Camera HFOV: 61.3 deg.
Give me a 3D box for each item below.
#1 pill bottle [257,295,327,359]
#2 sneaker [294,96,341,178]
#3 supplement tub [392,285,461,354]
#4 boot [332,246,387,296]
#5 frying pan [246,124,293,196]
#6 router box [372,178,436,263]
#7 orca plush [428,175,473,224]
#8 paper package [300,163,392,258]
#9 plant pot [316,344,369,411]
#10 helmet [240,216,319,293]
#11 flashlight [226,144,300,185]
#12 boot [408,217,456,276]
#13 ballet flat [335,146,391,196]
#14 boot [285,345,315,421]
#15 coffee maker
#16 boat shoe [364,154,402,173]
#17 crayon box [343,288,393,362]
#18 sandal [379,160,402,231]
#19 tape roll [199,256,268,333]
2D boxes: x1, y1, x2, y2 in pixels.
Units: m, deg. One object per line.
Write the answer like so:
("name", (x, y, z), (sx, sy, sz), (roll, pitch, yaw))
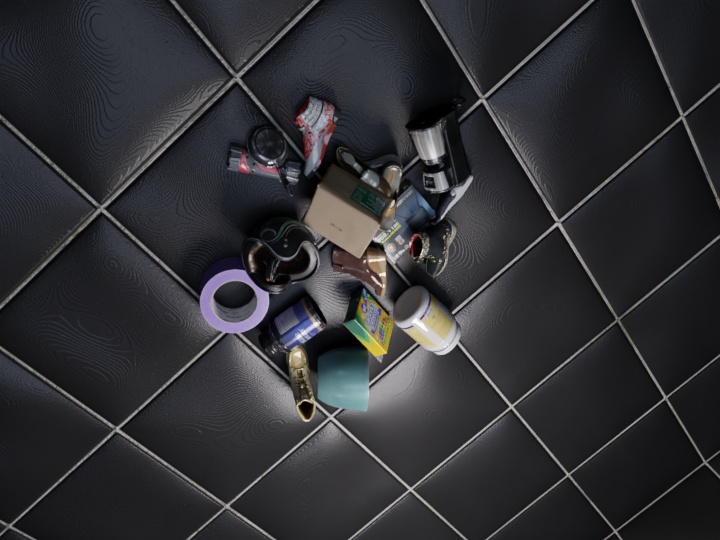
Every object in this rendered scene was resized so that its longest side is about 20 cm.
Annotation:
("pill bottle", (-0.207, 0.176, 1.828), (0.198, 0.112, 0.113), (-35, 119, 4))
("sneaker", (-0.138, -0.358, 1.619), (0.106, 0.067, 0.205), (20, 105, -21))
("supplement tub", (0.211, 0.159, 1.912), (0.146, 0.146, 0.199), (-45, 118, 10))
("boot", (0.000, 0.000, 1.832), (0.161, 0.074, 0.203), (4, 140, 7))
("frying pan", (-0.237, -0.291, 1.590), (0.112, 0.031, 0.196), (-5, 82, -25))
("router box", (0.118, -0.144, 1.789), (0.200, 0.062, 0.150), (-43, 116, 8))
("orca plush", (0.249, -0.221, 1.768), (0.070, 0.105, 0.202), (32, 80, 16))
("paper package", (-0.040, -0.159, 1.638), (0.197, 0.105, 0.191), (31, 147, -3))
("plant pot", (-0.058, 0.335, 1.904), (0.156, 0.202, 0.206), (1, 116, -4))
("helmet", (-0.213, -0.050, 1.673), (0.190, 0.196, 0.206), (-33, 131, -47))
("flashlight", (-0.257, -0.285, 1.624), (0.194, 0.067, 0.070), (7, 77, -20))
("boot", (0.197, -0.052, 1.801), (0.151, 0.073, 0.207), (-23, 142, -37))
("ballet flat", (0.001, -0.267, 1.634), (0.068, 0.072, 0.200), (-44, 74, 2))
("boot", (-0.185, 0.347, 1.890), (0.070, 0.156, 0.206), (-7, 117, -10))
("coffee maker", (0.239, -0.343, 1.686), (0.188, 0.135, 0.204), (-24, 119, -3))
("boat shoe", (0.026, -0.267, 1.700), (0.196, 0.072, 0.071), (-23, 119, -3))
("crayon box", (0.037, 0.171, 1.880), (0.051, 0.128, 0.201), (-20, 126, 34))
("sandal", (0.078, -0.199, 1.682), (0.079, 0.055, 0.205), (5, 118, -20))
("tape roll", (-0.364, 0.071, 1.752), (0.194, 0.085, 0.206), (-6, 116, -13))
